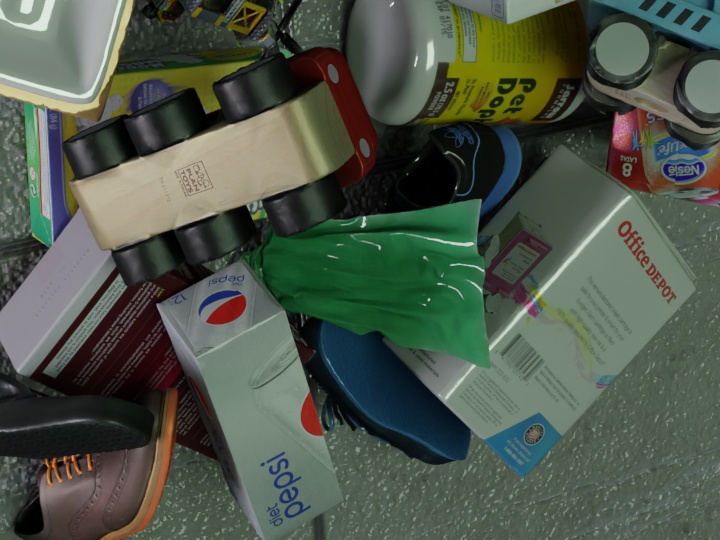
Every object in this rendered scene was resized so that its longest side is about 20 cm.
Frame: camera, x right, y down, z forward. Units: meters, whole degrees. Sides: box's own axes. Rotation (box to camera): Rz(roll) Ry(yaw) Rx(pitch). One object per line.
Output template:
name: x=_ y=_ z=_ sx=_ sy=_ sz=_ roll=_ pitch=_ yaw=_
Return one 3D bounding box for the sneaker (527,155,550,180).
sneaker: x=0.118 y=0.000 z=1.226 sx=0.084 sy=0.074 sz=0.202 roll=18 pitch=96 yaw=-35

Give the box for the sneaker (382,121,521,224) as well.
sneaker: x=0.041 y=-0.025 z=1.143 sx=0.077 sy=0.070 sz=0.201 roll=-2 pitch=129 yaw=-42

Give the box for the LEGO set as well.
LEGO set: x=-0.051 y=-0.234 z=0.980 sx=0.115 sy=0.154 sz=0.201 roll=10 pitch=121 yaw=-53

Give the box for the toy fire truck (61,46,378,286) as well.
toy fire truck: x=-0.059 y=-0.071 z=0.975 sx=0.130 sy=0.175 sz=0.200 roll=65 pitch=29 yaw=-13

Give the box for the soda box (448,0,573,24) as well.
soda box: x=0.098 y=-0.268 z=1.002 sx=0.068 sy=0.063 sz=0.202 roll=-22 pitch=125 yaw=-31

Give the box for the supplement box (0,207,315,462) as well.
supplement box: x=-0.137 y=0.046 z=1.058 sx=0.109 sy=0.061 sz=0.199 roll=-50 pitch=134 yaw=8

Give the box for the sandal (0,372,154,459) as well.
sandal: x=-0.215 y=0.089 z=0.995 sx=0.075 sy=0.198 sz=0.048 roll=41 pitch=49 yaw=-54

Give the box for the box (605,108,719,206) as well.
box: x=0.257 y=-0.119 z=1.204 sx=0.200 sy=0.094 sz=0.101 roll=-31 pitch=130 yaw=-67

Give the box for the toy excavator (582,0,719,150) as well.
toy excavator: x=0.205 y=-0.209 z=1.064 sx=0.202 sy=0.193 sz=0.100 roll=-65 pitch=170 yaw=-4

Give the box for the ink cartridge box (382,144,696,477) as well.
ink cartridge box: x=0.136 y=0.031 z=1.149 sx=0.200 sy=0.085 sz=0.145 roll=-46 pitch=137 yaw=-1

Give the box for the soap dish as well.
soap dish: x=-0.229 y=-0.192 z=0.915 sx=0.198 sy=0.081 sz=0.159 roll=15 pitch=97 yaw=-20

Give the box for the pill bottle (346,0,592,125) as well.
pill bottle: x=0.096 y=-0.162 z=1.138 sx=0.198 sy=0.109 sz=0.111 roll=-4 pitch=108 yaw=-31

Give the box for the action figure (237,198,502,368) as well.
action figure: x=0.000 y=0.000 z=1.089 sx=0.055 sy=0.198 sz=0.120 roll=-28 pitch=119 yaw=-61

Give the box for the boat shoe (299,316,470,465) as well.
boat shoe: x=0.008 y=0.102 z=1.184 sx=0.200 sy=0.068 sz=0.085 roll=47 pitch=49 yaw=-38

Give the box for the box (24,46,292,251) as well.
box: x=-0.126 y=-0.086 z=1.060 sx=0.198 sy=0.048 sz=0.119 roll=-12 pitch=113 yaw=-31

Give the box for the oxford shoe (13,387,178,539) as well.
oxford shoe: x=-0.177 y=0.140 z=1.038 sx=0.072 sy=0.072 sz=0.200 roll=19 pitch=133 yaw=-19

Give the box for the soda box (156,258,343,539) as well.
soda box: x=-0.071 y=0.092 z=1.050 sx=0.068 sy=0.063 sz=0.201 roll=-28 pitch=134 yaw=-15
